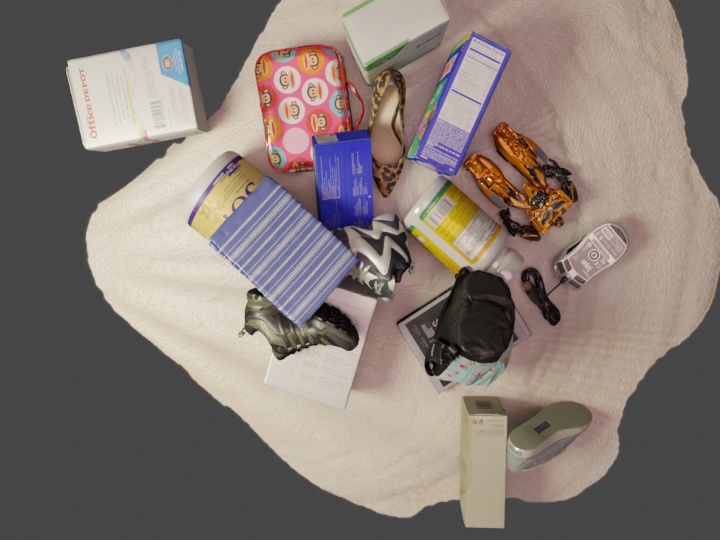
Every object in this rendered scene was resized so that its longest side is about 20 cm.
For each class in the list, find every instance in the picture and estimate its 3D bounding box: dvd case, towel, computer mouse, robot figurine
[{"bbox_3d":[0.184,0.104,1.205,0.198,0.025,0.152,-33,96,5],"label":"dvd case"},{"bbox_3d":[-0.119,-0.030,1.042,0.200,0.024,0.145,42,81,1],"label":"towel"},{"bbox_3d":[0.380,-0.006,1.177,0.199,0.044,0.110,-40,91,12],"label":"computer mouse"},{"bbox_3d":[0.278,-0.145,1.149,0.200,0.058,0.145,43,98,-4],"label":"robot figurine"}]

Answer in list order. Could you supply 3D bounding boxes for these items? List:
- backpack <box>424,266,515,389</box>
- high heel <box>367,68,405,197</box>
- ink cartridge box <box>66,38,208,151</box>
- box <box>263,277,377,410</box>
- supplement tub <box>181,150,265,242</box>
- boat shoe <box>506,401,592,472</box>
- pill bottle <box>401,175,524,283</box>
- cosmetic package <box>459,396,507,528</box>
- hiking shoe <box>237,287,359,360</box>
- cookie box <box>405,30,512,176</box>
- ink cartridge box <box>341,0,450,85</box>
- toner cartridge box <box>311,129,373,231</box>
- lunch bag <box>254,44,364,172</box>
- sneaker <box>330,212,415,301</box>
[{"bbox_3d":[0.179,0.115,1.098,0.124,0.201,0.169,19,59,2],"label":"backpack"},{"bbox_3d":[0.042,-0.220,1.102,0.070,0.143,0.205,2,98,1],"label":"high heel"},{"bbox_3d":[-0.371,-0.290,1.131,0.195,0.085,0.148,-9,98,1],"label":"ink cartridge box"},{"bbox_3d":[-0.066,0.112,1.170,0.149,0.106,0.204,18,99,0],"label":"box"},{"bbox_3d":[-0.183,-0.084,1.126,0.199,0.145,0.146,38,97,-4],"label":"supplement tub"},{"bbox_3d":[0.327,0.293,1.182,0.198,0.070,0.073,-16,127,-32],"label":"boat shoe"},{"bbox_3d":[0.174,-0.054,1.130,0.199,0.113,0.113,41,97,2],"label":"pill bottle"},{"bbox_3d":[0.217,0.338,1.199,0.071,0.104,0.205,1,97,2],"label":"cosmetic package"},{"bbox_3d":[-0.098,0.099,1.087,0.196,0.076,0.103,21,108,8],"label":"hiking shoe"},{"bbox_3d":[0.150,-0.260,1.081,0.074,0.171,0.203,24,97,-5],"label":"cookie box"},{"bbox_3d":[0.053,-0.372,1.052,0.143,0.200,0.089,-28,94,6],"label":"ink cartridge box"},{"bbox_3d":[-0.027,-0.127,1.120,0.093,0.043,0.204,-7,123,-8],"label":"toner cartridge box"},{"bbox_3d":[-0.080,-0.271,1.128,0.172,0.082,0.205,-6,98,2],"label":"lunch bag"},{"bbox_3d":[0.000,0.000,1.085,0.196,0.080,0.131,-19,67,-21],"label":"sneaker"}]
